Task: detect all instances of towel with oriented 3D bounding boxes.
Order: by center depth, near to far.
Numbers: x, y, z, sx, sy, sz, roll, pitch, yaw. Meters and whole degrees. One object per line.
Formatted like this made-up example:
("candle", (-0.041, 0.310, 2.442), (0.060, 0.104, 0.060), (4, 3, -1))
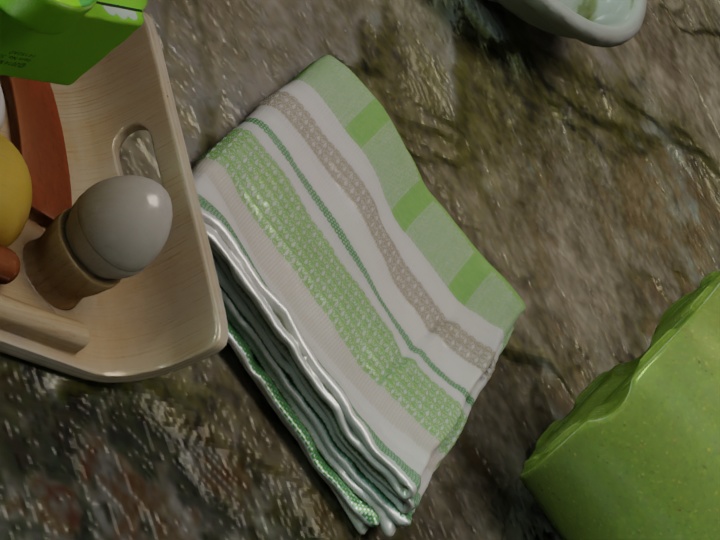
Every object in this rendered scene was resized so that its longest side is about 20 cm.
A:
("towel", (0.000, 0.000, 1.050), (0.149, 0.031, 0.200), (55, 27, -9))

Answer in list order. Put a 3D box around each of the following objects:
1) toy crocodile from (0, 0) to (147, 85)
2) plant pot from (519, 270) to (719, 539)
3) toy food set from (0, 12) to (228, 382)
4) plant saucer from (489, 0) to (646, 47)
("toy crocodile", (-0.139, -0.084, 0.766), (0.200, 0.067, 0.062), (1, 59, -50))
("plant pot", (0.171, 0.105, 1.086), (0.190, 0.200, 0.200), (46, 27, 1))
("toy food set", (-0.127, -0.055, 0.858), (0.200, 0.060, 0.144), (24, 43, -49))
("plant saucer", (0.065, -0.189, 1.334), (0.200, 0.050, 0.201), (40, 32, -31))
